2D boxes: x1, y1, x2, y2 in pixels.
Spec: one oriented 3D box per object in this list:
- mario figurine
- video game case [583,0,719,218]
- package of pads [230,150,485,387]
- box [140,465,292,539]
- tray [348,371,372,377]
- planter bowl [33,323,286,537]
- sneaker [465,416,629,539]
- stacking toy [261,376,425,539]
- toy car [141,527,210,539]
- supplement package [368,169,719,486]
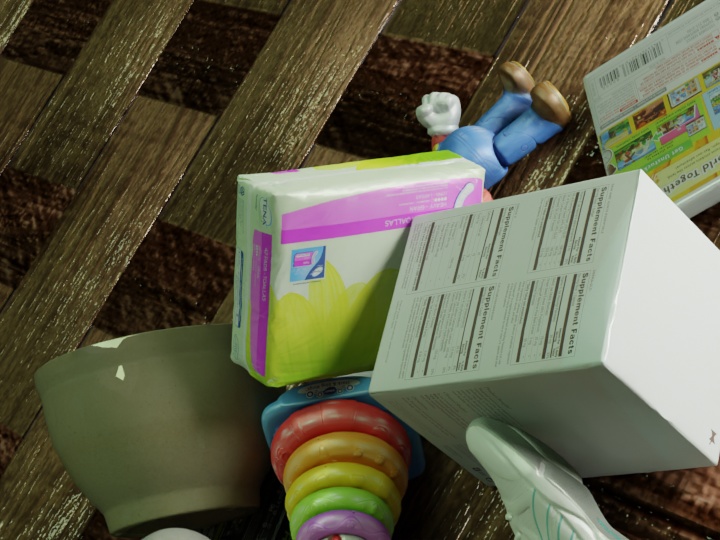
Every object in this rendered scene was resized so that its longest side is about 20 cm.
[{"bbox_3d":[0.075,-0.088,1.520,0.200,0.106,0.123,-46,3,-5],"label":"mario figurine"},{"bbox_3d":[0.271,-0.133,1.428,0.199,0.023,0.183,-31,43,24],"label":"video game case"},{"bbox_3d":[0.000,0.000,1.394,0.068,0.198,0.156,27,120,51],"label":"package of pads"},{"bbox_3d":[-0.112,0.223,1.519,0.159,0.044,0.201,1,61,47],"label":"box"},{"bbox_3d":[-0.001,0.041,1.567,0.108,0.022,0.200,-54,38,-3],"label":"tray"},{"bbox_3d":[-0.146,0.132,1.459,0.199,0.199,0.136,-20,75,34],"label":"planter bowl"},{"bbox_3d":[0.130,0.182,1.233,0.080,0.070,0.200,-48,70,17],"label":"sneaker"},{"bbox_3d":[-0.013,0.184,1.357,0.115,0.110,0.201,-10,42,9],"label":"stacking toy"},{"bbox_3d":[-0.125,0.302,1.350,0.176,0.149,0.201,-81,16,-50],"label":"toy car"},{"bbox_3d":[0.140,0.046,1.314,0.199,0.152,0.152,-11,53,40],"label":"supplement package"}]
